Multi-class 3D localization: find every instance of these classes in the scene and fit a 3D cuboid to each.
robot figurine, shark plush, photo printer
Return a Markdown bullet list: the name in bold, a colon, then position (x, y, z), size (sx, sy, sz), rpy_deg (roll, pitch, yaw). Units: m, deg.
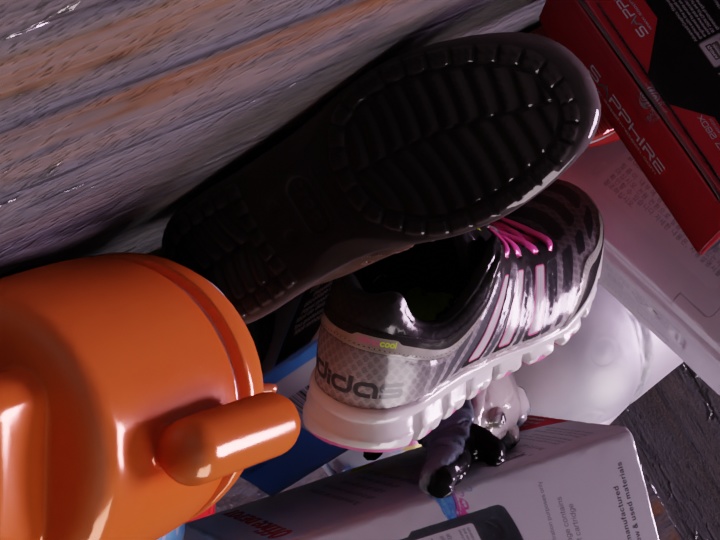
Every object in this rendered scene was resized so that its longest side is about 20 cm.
- **robot figurine**: position (0.136, 0.016, 1.231), size (0.113, 0.170, 0.200), rpy_deg (18, -144, 38)
- **shark plush**: position (0.039, 0.077, 1.065), size (0.083, 0.091, 0.200), rpy_deg (-22, -153, 6)
- **photo printer**: position (0.200, -0.058, 1.116), size (0.200, 0.166, 0.069), rpy_deg (-44, 165, -12)
- **robot figurine**: position (-0.112, 0.054, 0.822), size (0.144, 0.117, 0.200), rpy_deg (-36, 172, 26)

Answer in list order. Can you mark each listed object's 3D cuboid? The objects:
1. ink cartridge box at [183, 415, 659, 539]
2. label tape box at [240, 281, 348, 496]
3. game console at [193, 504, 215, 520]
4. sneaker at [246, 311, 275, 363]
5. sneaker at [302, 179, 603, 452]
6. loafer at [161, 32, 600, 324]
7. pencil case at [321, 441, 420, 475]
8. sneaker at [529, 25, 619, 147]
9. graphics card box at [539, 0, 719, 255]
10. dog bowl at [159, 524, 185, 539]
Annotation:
- **ink cartridge box**: position (0.028, 0.141, 1.082), size (0.199, 0.083, 0.146), rpy_deg (-17, -175, -17)
- **label tape box**: position (0.000, 0.000, 1.107), size (0.143, 0.066, 0.200), rpy_deg (-36, -154, 48)
- **game console**: position (-0.189, 0.134, 1.239), size (0.176, 0.031, 0.200), rpy_deg (5, -175, 18)
- **sneaker**: position (-0.117, 0.042, 0.994), size (0.088, 0.074, 0.200), rpy_deg (-4, -158, 36)
- **sneaker**: position (0.049, 0.000, 0.975), size (0.200, 0.074, 0.088), rpy_deg (-35, 141, -39)
- **loafer**: position (0.010, -0.043, 0.878), size (0.199, 0.073, 0.071), rpy_deg (-22, -176, 27)
- **pencil case**: position (0.010, 0.059, 1.363), size (0.091, 0.083, 0.200), rpy_deg (-45, -163, 17)
- **sneaker**: position (0.122, -0.095, 1.053), size (0.199, 0.079, 0.115), rpy_deg (-13, 175, -32)
- **graphics card box**: position (0.189, -0.106, 0.918), size (0.200, 0.126, 0.051), rpy_deg (-29, 168, -22)
- **dog bowl**: position (-0.137, 0.099, 1.045), size (0.111, 0.050, 0.200), rpy_deg (-15, -164, -3)
